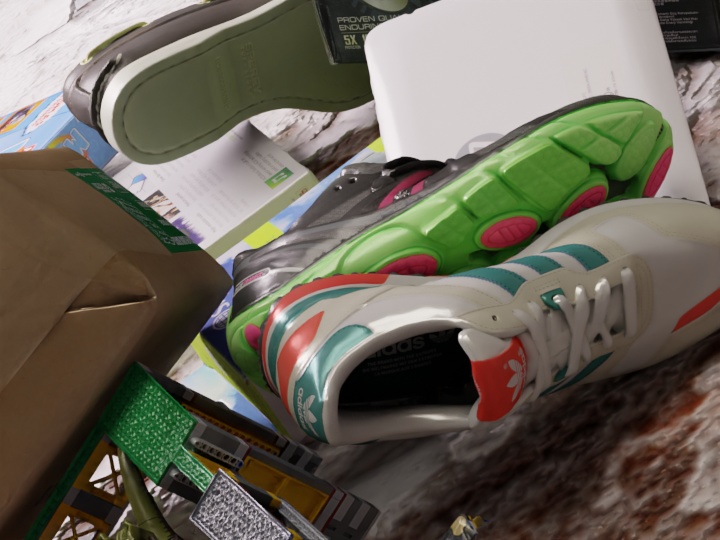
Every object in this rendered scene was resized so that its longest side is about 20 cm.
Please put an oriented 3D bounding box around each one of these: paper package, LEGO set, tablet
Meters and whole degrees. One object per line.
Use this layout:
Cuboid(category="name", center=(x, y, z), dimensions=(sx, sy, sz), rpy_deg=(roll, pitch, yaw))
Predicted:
Cuboid(category="paper package", center=(-0.155, 0.048, 1.219), dimensions=(0.191, 0.103, 0.200), rpy_deg=(-51, -4, 6))
Cuboid(category="LEGO set", center=(-0.043, 0.133, 1.119), dimensions=(0.200, 0.116, 0.154), rpy_deg=(24, 86, 54))
Cuboid(category="tablet", center=(0.074, -0.050, 1.264), dimensions=(0.130, 0.014, 0.200), rpy_deg=(-18, 49, 10))

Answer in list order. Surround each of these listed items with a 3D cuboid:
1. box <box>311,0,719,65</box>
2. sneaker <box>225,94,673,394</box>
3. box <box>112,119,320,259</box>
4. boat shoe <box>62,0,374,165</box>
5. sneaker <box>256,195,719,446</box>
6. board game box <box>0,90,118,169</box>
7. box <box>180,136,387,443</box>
Cuboid(category="box", center=(0.088, -0.180, 1.413), dimensions=(0.199, 0.086, 0.164), rpy_deg=(0, 38, 20))
Cuboid(category="sneaker", center=(0.031, -0.025, 1.205), dimensions=(0.200, 0.077, 0.084), rpy_deg=(-25, 43, 3))
Cuboid(category="box", center=(-0.118, 0.002, 1.469), dimensions=(0.200, 0.036, 0.144), rpy_deg=(-36, 26, -6))
Cuboid(category="boat shoe", center=(-0.052, -0.110, 1.477), dimensions=(0.201, 0.072, 0.061), rpy_deg=(-20, 29, -31))
Cuboid(category="sneaker", center=(0.064, 0.029, 1.131), dimensions=(0.199, 0.071, 0.093), rpy_deg=(-12, 22, -6))
Cuboid(category="board game box", center=(-0.216, -0.032, 1.595), dimensions=(0.200, 0.037, 0.151), rpy_deg=(-19, 24, 47))
Cuboid(category="box", center=(0.000, 0.000, 1.324), dimensions=(0.200, 0.048, 0.122), rpy_deg=(-37, 26, -8))
